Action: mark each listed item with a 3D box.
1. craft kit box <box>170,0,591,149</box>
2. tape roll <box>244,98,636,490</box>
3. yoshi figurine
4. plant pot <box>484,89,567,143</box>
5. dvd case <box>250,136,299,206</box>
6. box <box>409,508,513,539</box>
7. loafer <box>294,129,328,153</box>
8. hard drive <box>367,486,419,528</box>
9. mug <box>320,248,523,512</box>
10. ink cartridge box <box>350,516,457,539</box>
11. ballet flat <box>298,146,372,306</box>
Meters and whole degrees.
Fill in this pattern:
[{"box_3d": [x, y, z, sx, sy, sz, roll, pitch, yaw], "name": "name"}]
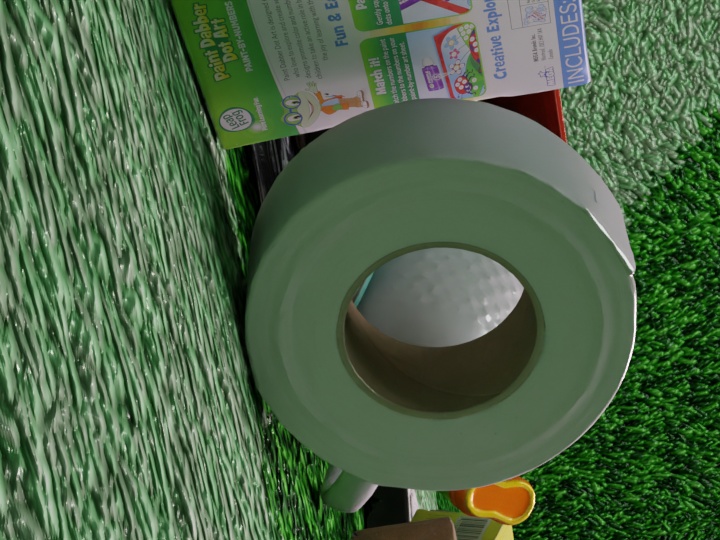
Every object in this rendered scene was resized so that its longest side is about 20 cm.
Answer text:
[{"box_3d": [0.005, -0.150, 0.960, 0.200, 0.197, 0.049, 75, 4, -54], "name": "craft kit box"}, {"box_3d": [0.041, 0.014, 1.027, 0.071, 0.202, 0.203, -90, 170, -61], "name": "tape roll"}, {"box_3d": [0.069, 0.113, 1.404, 0.112, 0.112, 0.200, 49, -13, -22], "name": "yoshi figurine"}, {"box_3d": [0.062, -0.113, 1.729, 0.176, 0.200, 0.200, -114, -169, -62], "name": "plant pot"}, {"box_3d": [-0.049, -0.065, 1.242, 0.200, 0.016, 0.149, -69, 150, -82], "name": "dvd case"}, {"box_3d": [0.081, 0.269, 1.431, 0.050, 0.075, 0.200, -52, 138, -56], "name": "box"}, {"box_3d": [-0.014, -0.076, 1.267, 0.063, 0.072, 0.200, -51, 128, -62], "name": "loafer"}, {"box_3d": [0.039, 0.265, 1.535, 0.140, 0.038, 0.200, -93, 173, -54], "name": "hard drive"}, {"box_3d": [0.027, 0.059, 1.200, 0.175, 0.147, 0.200, -76, -167, -61], "name": "mug"}, {"box_3d": [0.043, 0.287, 1.290, 0.200, 0.075, 0.165, -93, 174, -59], "name": "ink cartridge box"}, {"box_3d": [0.002, -0.061, 1.136, 0.070, 0.067, 0.200, 46, 61, -32], "name": "ballet flat"}]
